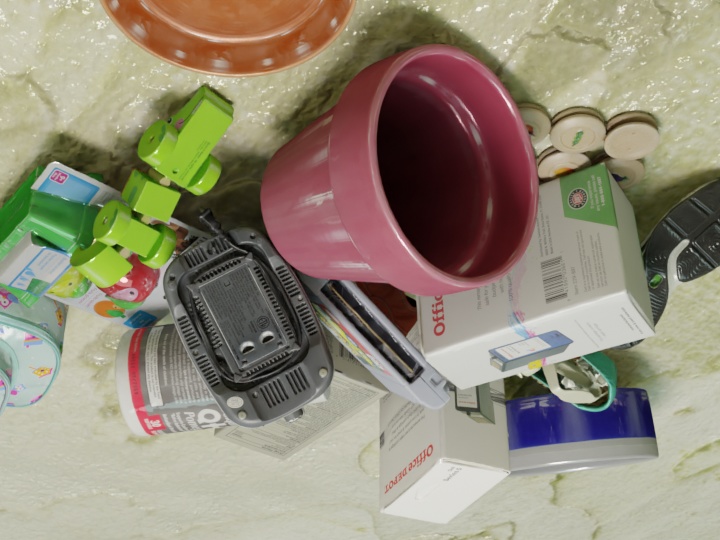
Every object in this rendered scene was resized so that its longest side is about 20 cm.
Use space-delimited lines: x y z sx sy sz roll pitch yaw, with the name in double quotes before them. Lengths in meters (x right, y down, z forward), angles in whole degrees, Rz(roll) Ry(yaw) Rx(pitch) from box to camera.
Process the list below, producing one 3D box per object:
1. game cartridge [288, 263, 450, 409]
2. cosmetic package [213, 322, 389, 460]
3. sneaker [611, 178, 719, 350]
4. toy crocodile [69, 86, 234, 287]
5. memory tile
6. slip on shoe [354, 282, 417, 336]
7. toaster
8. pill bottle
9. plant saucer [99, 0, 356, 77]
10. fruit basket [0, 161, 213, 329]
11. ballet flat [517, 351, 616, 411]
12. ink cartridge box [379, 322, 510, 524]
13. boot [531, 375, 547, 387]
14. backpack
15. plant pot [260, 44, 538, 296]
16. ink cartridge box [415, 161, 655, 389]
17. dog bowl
"game cartridge" -0.004 0.051 1.174 0.200 0.041 0.133 46 174 -12
"cosmetic package" -0.067 0.132 1.367 0.103 0.073 0.200 25 138 -30
"sneaker" 0.287 -0.021 1.191 0.076 0.115 0.201 40 100 -13
"toy crocodile" -0.180 -0.070 1.065 0.067 0.062 0.200 28 97 -38
"memory tile" 0.182 -0.080 1.146 0.153 0.017 0.200 4 144 -7
"slip on shoe" 0.000 0.000 1.229 0.061 0.074 0.200 -44 129 -5
"toaster" -0.104 0.046 1.102 0.114 0.200 0.129 -28 176 -7
"pill bottle" -0.135 0.101 1.228 0.200 0.111 0.111 -8 144 8
"plant saucer" -0.101 -0.226 0.926 0.200 0.032 0.200 0 144 0
"fruit basket" -0.249 -0.008 1.169 0.200 0.094 0.185 31 133 -26
"ballet flat" 0.186 0.085 1.234 0.200 0.070 0.067 30 124 -24
"ink cartridge box" 0.085 0.150 1.313 0.084 0.200 0.146 14 143 -20
"boot" 0.212 0.060 1.301 0.107 0.075 0.200 -30 134 28
"backpack" -0.400 0.069 1.247 0.200 0.153 0.176 8 139 -22
"plant pot" 0.020 -0.069 1.028 0.200 0.200 0.179 30 151 -35
"ink cartridge box" 0.156 0.008 1.131 0.200 0.146 0.088 -19 143 23
"dog bowl" 0.239 0.189 1.416 0.200 0.079 0.200 -5 167 -1
